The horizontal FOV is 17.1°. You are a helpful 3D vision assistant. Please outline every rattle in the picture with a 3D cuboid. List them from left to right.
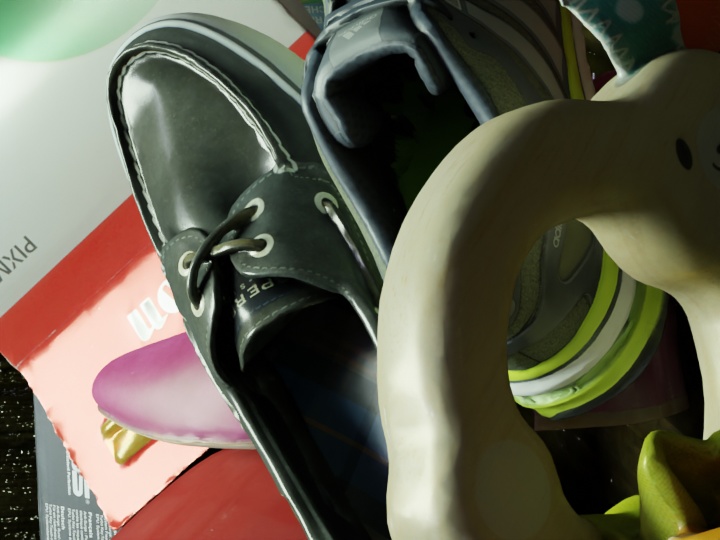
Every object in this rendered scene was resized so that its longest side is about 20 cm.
[{"bbox_3d":[0.086,-0.018,0.523,0.143,0.130,0.200,-39,28,62],"label":"rattle"}]

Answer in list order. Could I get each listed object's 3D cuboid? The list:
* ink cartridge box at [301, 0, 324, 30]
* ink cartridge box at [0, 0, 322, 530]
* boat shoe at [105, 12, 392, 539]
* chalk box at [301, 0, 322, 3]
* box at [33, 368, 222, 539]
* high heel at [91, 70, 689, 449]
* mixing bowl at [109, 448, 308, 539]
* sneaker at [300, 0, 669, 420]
[{"bbox_3d":[-0.036,-0.095,1.042,0.136,0.076,0.200,106,155,-57],"label":"ink cartridge box"},{"bbox_3d":[-0.085,-0.042,0.781,0.050,0.161,0.200,16,-143,-58],"label":"ink cartridge box"},{"bbox_3d":[-0.015,0.009,0.644,0.069,0.057,0.200,-42,70,24],"label":"boat shoe"},{"bbox_3d":[-0.078,-0.170,0.909,0.124,0.200,0.125,145,121,-76],"label":"chalk box"},{"bbox_3d":[-0.041,0.115,0.899,0.193,0.047,0.200,-18,-69,-56],"label":"box"},{"bbox_3d":[0.000,0.000,0.697,0.200,0.067,0.096,-5,97,36],"label":"high heel"},{"bbox_3d":[-0.001,0.119,0.750,0.108,0.200,0.200,-66,6,-15],"label":"mixing bowl"},{"bbox_3d":[0.019,-0.062,0.622,0.081,0.074,0.200,26,-142,-55],"label":"sneaker"}]
